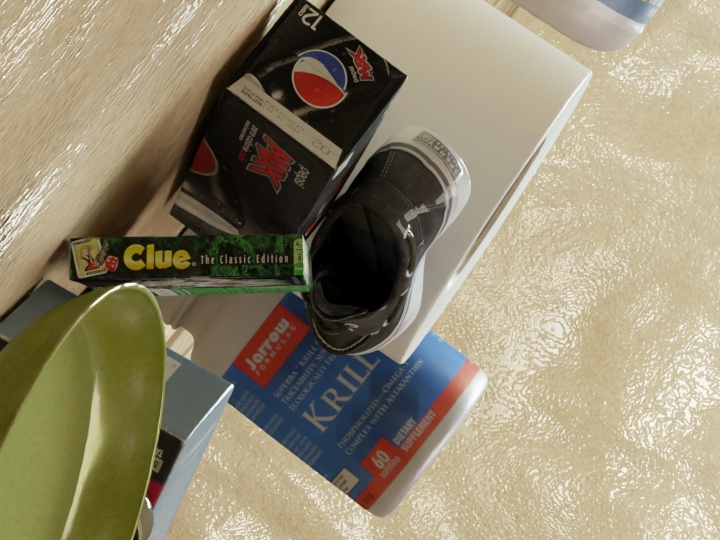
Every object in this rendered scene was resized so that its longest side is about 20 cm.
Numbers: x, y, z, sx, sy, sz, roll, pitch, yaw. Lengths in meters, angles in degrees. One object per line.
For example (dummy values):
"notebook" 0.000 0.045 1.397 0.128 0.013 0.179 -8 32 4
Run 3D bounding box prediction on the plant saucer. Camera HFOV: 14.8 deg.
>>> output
"plant saucer" -0.126 0.096 1.029 0.200 0.031 0.200 18 90 -77

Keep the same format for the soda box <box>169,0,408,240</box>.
"soda box" -0.039 -0.061 1.388 0.063 0.071 0.200 -53 179 -21

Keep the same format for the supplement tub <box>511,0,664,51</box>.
"supplement tub" 0.119 -0.216 1.251 0.200 0.145 0.145 -53 178 13

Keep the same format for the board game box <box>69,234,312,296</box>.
"board game box" -0.076 -0.001 1.305 0.200 0.105 0.023 103 -17 -88

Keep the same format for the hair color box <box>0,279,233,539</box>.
"hair color box" -0.144 0.115 1.254 0.200 0.099 0.061 -64 173 31

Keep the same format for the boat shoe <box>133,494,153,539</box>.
"boat shoe" -0.183 0.141 1.206 0.200 0.072 0.068 -32 -170 30

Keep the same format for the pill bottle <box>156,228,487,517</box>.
"pill bottle" -0.032 0.048 1.675 0.112 0.200 0.112 -53 179 -2

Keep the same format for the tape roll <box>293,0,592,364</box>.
"tape roll" 0.021 -0.067 1.579 0.203 0.139 0.203 -57 176 -6

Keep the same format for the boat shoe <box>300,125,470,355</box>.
"boat shoe" 0.000 0.000 1.433 0.066 0.070 0.200 -44 175 -30
